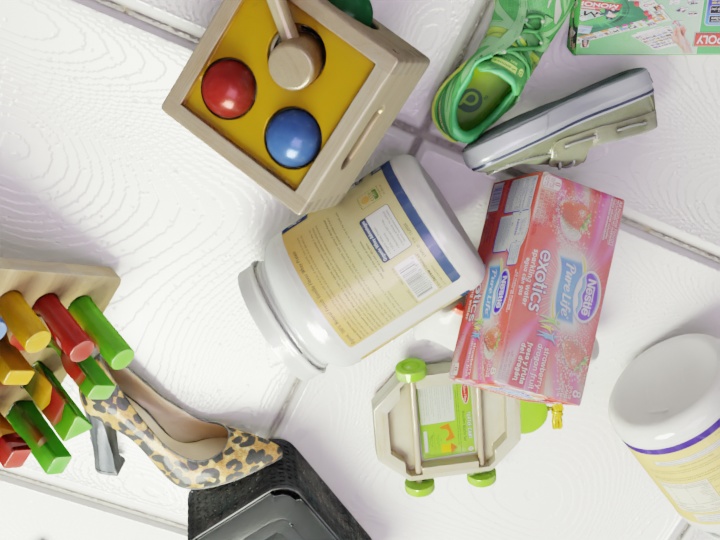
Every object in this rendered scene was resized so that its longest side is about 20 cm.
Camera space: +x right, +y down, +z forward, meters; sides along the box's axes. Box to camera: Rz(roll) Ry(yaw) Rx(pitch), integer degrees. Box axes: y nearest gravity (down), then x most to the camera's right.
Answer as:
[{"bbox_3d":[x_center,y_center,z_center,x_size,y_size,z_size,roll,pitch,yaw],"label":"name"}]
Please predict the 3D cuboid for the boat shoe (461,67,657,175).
[{"bbox_3d":[0.190,-0.126,1.187,0.199,0.072,0.062,-23,99,-11],"label":"boat shoe"}]

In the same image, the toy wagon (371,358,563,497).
[{"bbox_3d":[0.113,0.157,1.351,0.199,0.040,0.156,-8,117,-5],"label":"toy wagon"}]

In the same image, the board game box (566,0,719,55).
[{"bbox_3d":[0.295,-0.265,1.178,0.199,0.029,0.135,-1,117,-8],"label":"board game box"}]

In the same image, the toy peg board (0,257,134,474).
[{"bbox_3d":[-0.317,0.098,1.172,0.199,0.098,0.200,6,122,-55],"label":"toy peg board"}]

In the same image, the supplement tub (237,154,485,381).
[{"bbox_3d":[0.000,0.000,1.200,0.200,0.145,0.145,-32,116,8],"label":"supplement tub"}]

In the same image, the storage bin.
[{"bbox_3d":[-0.079,0.296,1.361,0.135,0.094,0.200,-33,116,8],"label":"storage bin"}]

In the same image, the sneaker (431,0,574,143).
[{"bbox_3d":[0.138,-0.196,1.158,0.074,0.084,0.200,24,109,-18],"label":"sneaker"}]

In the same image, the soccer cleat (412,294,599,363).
[{"bbox_3d":[0.148,0.061,1.301,0.199,0.070,0.078,16,141,-21],"label":"soccer cleat"}]

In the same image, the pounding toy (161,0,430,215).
[{"bbox_3d":[-0.060,-0.182,1.080,0.184,0.142,0.200,37,108,10],"label":"pounding toy"}]

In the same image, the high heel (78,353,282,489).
[{"bbox_3d":[-0.179,0.144,1.282,0.199,0.072,0.143,0,122,2],"label":"high heel"}]

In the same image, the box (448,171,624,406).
[{"bbox_3d":[0.165,0.019,1.206,0.094,0.103,0.201,17,80,-20],"label":"box"}]

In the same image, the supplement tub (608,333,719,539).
[{"bbox_3d":[0.365,0.180,1.338,0.145,0.146,0.200,-35,115,9],"label":"supplement tub"}]
